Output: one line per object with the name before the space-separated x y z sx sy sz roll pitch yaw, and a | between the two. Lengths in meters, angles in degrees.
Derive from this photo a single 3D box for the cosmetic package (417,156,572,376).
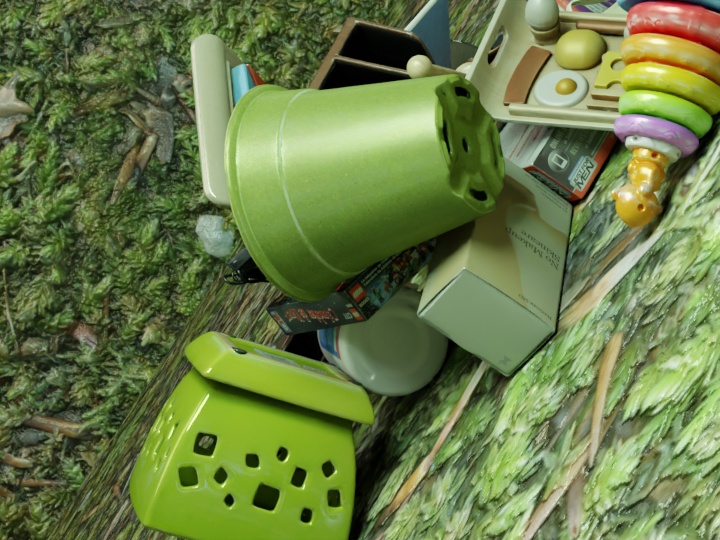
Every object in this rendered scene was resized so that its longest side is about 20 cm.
cosmetic package | 0.124 -0.011 1.425 0.071 0.105 0.200 -48 16 34

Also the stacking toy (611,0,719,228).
stacking toy | 0.247 -0.129 1.286 0.110 0.116 0.200 172 116 -76

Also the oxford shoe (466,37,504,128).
oxford shoe | 0.127 -0.181 1.664 0.200 0.071 0.071 -51 12 42

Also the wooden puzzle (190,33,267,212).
wooden puzzle | -0.082 -0.104 1.477 0.037 0.200 0.185 -21 59 23

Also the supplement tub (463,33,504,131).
supplement tub | 0.134 -0.166 1.803 0.200 0.107 0.107 -57 11 0

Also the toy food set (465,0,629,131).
toy food set | 0.208 -0.201 1.450 0.144 0.200 0.060 -65 -31 -31

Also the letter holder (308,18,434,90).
letter holder | 0.053 -0.135 1.568 0.101 0.142 0.200 -62 -29 -23

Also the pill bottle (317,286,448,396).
pill bottle | 0.016 0.064 1.659 0.112 0.112 0.200 -58 12 -3

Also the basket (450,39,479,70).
basket | 0.077 -0.162 1.992 0.180 0.136 0.200 -34 29 52

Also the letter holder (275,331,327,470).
letter holder | -0.077 0.154 1.780 0.200 0.101 0.142 -59 1 -11

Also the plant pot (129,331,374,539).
plant pot | -0.101 0.168 1.549 0.200 0.199 0.182 -156 83 -77

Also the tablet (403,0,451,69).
tablet | 0.049 -0.204 1.721 0.200 0.014 0.130 -52 -31 -39

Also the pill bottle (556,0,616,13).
pill bottle | 0.279 -0.346 1.663 0.200 0.111 0.111 -50 13 33

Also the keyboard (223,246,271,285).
keyboard | -0.067 -0.017 1.609 0.104 0.040 0.200 -37 -9 21

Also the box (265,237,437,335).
box | 0.000 0.000 1.565 0.137 0.038 0.200 -43 12 -23

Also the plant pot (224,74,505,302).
plant pot | 0.017 -0.087 1.386 0.190 0.200 0.200 -12 36 29

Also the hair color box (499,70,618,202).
hair color box | 0.184 -0.120 1.572 0.111 0.064 0.200 -58 9 -10

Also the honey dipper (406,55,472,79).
honey dipper | 0.086 -0.179 1.470 0.038 0.038 0.200 -55 -15 13

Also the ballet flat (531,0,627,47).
ballet flat | 0.204 -0.225 1.556 0.200 0.069 0.069 -28 5 -13

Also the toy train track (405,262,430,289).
toy train track | 0.073 -0.007 1.837 0.115 0.033 0.200 -60 3 26
